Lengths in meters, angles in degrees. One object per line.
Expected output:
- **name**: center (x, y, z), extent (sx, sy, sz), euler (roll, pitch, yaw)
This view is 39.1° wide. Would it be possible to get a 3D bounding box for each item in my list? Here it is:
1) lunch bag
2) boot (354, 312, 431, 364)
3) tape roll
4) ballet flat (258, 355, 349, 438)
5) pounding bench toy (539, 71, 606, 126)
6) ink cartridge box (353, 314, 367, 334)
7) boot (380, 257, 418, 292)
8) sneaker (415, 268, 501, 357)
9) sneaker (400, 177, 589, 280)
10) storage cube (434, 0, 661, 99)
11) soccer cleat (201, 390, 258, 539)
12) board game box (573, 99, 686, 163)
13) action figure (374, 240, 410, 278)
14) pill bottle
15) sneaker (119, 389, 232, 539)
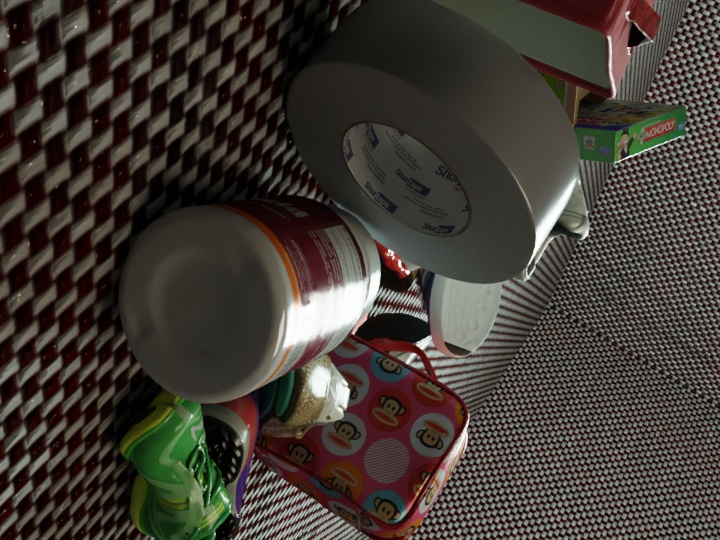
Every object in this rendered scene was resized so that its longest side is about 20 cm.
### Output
- **lunch bag**: center (0.003, 0.142, 0.981), extent (0.177, 0.198, 0.082), euler (-53, 160, -22)
- **boot**: center (0.007, 0.136, 1.147), extent (0.199, 0.067, 0.133), euler (-29, 135, -47)
- **tape roll**: center (0.046, -0.083, 0.687), extent (0.067, 0.198, 0.201), euler (-53, 164, -24)
- **ballet flat**: center (-0.043, 0.099, 0.827), extent (0.200, 0.064, 0.072), euler (137, -35, -72)
- **pounding bench toy**: center (0.150, -0.243, 0.875), extent (0.156, 0.122, 0.204), euler (-36, 131, -59)
- **ink cartridge box**: center (-0.023, 0.131, 1.172), extent (0.161, 0.050, 0.202), euler (-46, 162, -45)
- **boot**: center (0.078, -0.094, 1.047), extent (0.201, 0.065, 0.176), euler (-54, 165, -27)
- **sneaker**: center (0.082, 0.008, 1.109), extent (0.146, 0.079, 0.204), euler (-23, -129, 55)
- **sneaker**: center (0.114, -0.032, 0.915), extent (0.197, 0.101, 0.078), euler (-23, 155, 16)
- **storage cube**: center (0.121, -0.242, 0.656), extent (0.183, 0.197, 0.171), euler (-66, 165, 3)
- **soccer cleat**: center (-0.121, 0.168, 0.879), extent (0.074, 0.067, 0.202), euler (-62, 172, -46)
- **board game box**: center (0.176, -0.134, 0.926), extent (0.133, 0.198, 0.030), euler (-21, 116, -44)
- **action figure**: center (0.000, 0.000, 0.899), extent (0.098, 0.065, 0.202), euler (-11, 139, -51)
- **pill bottle**: center (-0.061, 0.010, 0.671), extent (0.116, 0.113, 0.200), euler (-63, 166, 15)
- **sneaker**: center (-0.131, 0.152, 0.767), extent (0.074, 0.083, 0.202), euler (-49, 161, -34)
